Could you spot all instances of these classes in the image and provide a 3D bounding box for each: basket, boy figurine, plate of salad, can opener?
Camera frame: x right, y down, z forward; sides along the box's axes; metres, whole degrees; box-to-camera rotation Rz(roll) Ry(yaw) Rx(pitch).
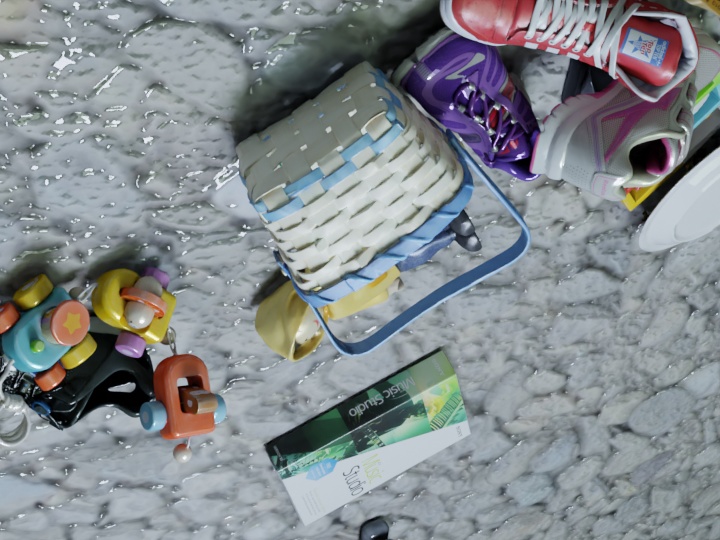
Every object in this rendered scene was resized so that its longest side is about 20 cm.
[{"bbox_3d":[0.015,-0.043,1.352,0.176,0.139,0.201,-32,120,6],"label":"basket"},{"bbox_3d":[0.000,0.000,1.505,0.199,0.065,0.125,-33,153,-5],"label":"boy figurine"},{"bbox_3d":[0.336,-0.090,1.699,0.199,0.048,0.200,-31,160,-13],"label":"plate of salad"},{"bbox_3d":[0.006,0.353,2.045,0.066,0.053,0.201,-17,147,-23],"label":"can opener"}]

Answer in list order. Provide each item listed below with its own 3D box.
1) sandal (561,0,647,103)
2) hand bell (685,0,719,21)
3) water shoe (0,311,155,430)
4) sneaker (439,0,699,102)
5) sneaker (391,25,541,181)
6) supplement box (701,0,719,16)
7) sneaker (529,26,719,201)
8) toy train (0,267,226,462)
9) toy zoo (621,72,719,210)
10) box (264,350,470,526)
[{"bbox_3d":[0.204,-0.156,1.480,0.076,0.043,0.201,-28,150,-7],"label":"sandal"},{"bbox_3d":[0.228,-0.233,1.371,0.198,0.105,0.104,4,136,-28],"label":"hand bell"},{"bbox_3d":[-0.240,0.079,1.380,0.199,0.079,0.072,-4,141,-39],"label":"water shoe"},{"bbox_3d":[0.160,-0.176,1.314,0.199,0.112,0.072,2,114,-35],"label":"sneaker"},{"bbox_3d":[0.097,-0.126,1.386,0.081,0.084,0.200,-40,148,14],"label":"sneaker"},{"bbox_3d":[0.304,-0.259,1.302,0.199,0.110,0.086,-29,155,-42],"label":"supplement box"},{"bbox_3d":[0.224,-0.114,1.413,0.200,0.088,0.082,-38,154,-26],"label":"sneaker"},{"bbox_3d":[-0.182,0.071,1.358,0.199,0.152,0.055,1,173,-38],"label":"toy train"},{"bbox_3d":[0.267,-0.115,1.578,0.131,0.020,0.200,-44,163,5],"label":"toy zoo"},{"bbox_3d":[0.011,0.168,1.792,0.199,0.036,0.145,-30,151,-6],"label":"box"}]
